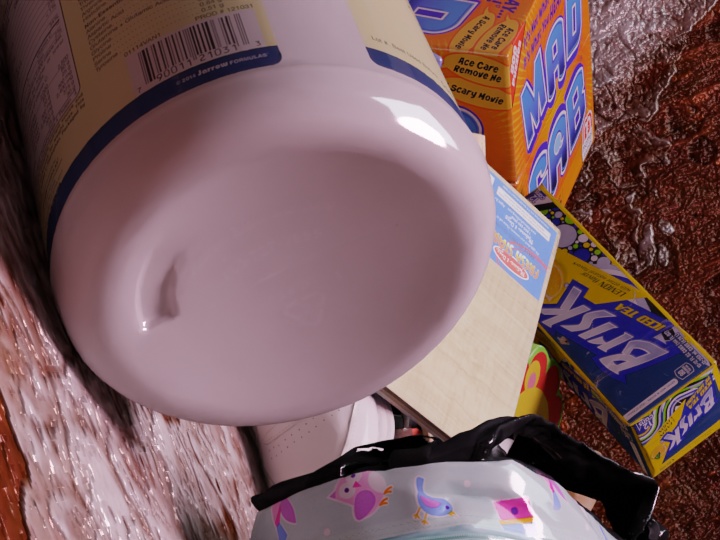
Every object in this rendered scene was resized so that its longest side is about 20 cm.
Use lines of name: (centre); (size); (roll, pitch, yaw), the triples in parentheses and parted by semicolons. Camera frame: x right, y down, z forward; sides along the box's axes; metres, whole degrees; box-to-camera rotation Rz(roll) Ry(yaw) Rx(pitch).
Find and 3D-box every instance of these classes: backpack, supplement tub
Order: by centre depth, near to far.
supplement tub: (-0.047, -0.063, 0.634); (0.145, 0.144, 0.201); (65, 4, -47)
backpack: (0.039, 0.136, 0.690); (0.200, 0.166, 0.127); (50, 22, -61)

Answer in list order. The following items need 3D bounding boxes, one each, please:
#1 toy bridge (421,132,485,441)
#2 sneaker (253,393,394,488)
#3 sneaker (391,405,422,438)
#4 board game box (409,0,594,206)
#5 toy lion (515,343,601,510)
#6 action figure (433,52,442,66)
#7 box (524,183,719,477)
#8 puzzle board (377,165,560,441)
toy bridge: (0.047, 0.019, 1.051); (0.067, 0.027, 0.201); (-25, -118, 60)
sneaker: (-0.044, 0.040, 0.892); (0.099, 0.075, 0.201); (35, 26, -38)
sneaker: (0.015, 0.115, 1.093); (0.077, 0.081, 0.201); (-109, 176, -53)
board game box: (0.045, -0.130, 1.320); (0.200, 0.199, 0.201); (-61, 151, -46)
toy lion: (0.080, 0.149, 1.137); (0.201, 0.068, 0.192); (-67, 152, -14)
action figure: (-0.063, -0.109, 0.963); (0.194, 0.199, 0.105); (-60, 171, -78)
box: (0.149, 0.035, 1.170); (0.200, 0.070, 0.064); (51, -6, 44)
puzzle board: (0.015, -0.013, 0.889); (0.200, 0.017, 0.151); (39, 52, -29)
